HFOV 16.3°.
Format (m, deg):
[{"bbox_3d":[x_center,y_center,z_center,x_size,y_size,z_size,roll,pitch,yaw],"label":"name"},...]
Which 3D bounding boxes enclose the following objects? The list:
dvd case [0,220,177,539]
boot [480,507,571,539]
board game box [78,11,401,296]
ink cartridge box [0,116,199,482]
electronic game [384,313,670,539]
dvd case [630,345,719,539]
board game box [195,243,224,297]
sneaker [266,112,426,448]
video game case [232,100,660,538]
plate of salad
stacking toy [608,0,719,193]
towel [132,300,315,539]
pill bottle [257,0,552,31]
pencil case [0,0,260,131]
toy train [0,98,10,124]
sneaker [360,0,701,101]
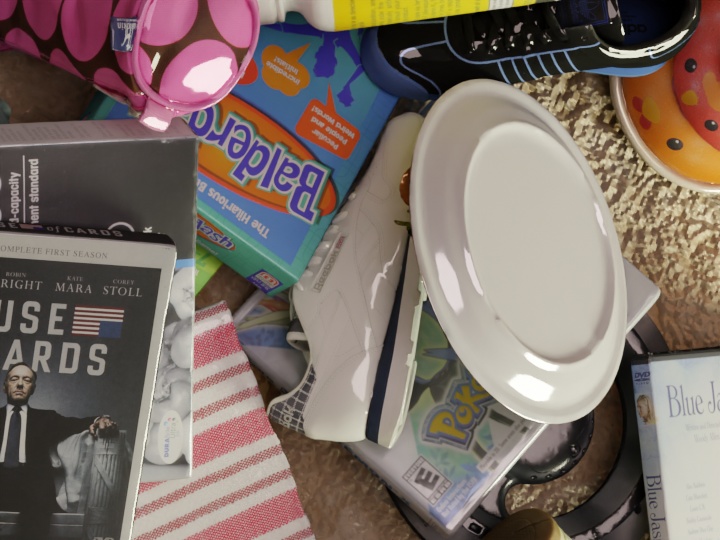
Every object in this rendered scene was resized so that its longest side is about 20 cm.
[{"bbox_3d":[-0.184,0.074,1.334,0.149,0.025,0.202,4,106,-22],"label":"dvd case"},{"bbox_3d":[0.084,0.256,1.498,0.200,0.072,0.155,-45,119,3],"label":"boot"},{"bbox_3d":[-0.059,-0.111,1.460,0.152,0.045,0.201,35,65,-15],"label":"board game box"},{"bbox_3d":[-0.186,0.022,1.354,0.198,0.043,0.200,-4,107,-19],"label":"ink cartridge box"},{"bbox_3d":[0.103,0.090,1.530,0.198,0.042,0.202,2,82,-14],"label":"electronic game"},{"bbox_3d":[0.224,0.147,1.547,0.142,0.017,0.202,-3,85,-47],"label":"dvd case"},{"bbox_3d":[-0.138,-0.008,1.457,0.095,0.030,0.200,42,72,-13],"label":"board game box"},{"bbox_3d":[0.000,0.000,1.452,0.080,0.076,0.202,8,71,7],"label":"sneaker"},{"bbox_3d":[0.049,0.025,1.495,0.182,0.022,0.200,41,75,6],"label":"video game case"},{"bbox_3d":[0.085,-0.009,1.430,0.199,0.048,0.202,24,57,-44],"label":"plate of salad"},{"bbox_3d":[0.249,-0.126,1.508,0.145,0.200,0.147,1,87,-19],"label":"stacking toy"},{"bbox_3d":[-0.111,0.134,1.447,0.146,0.030,0.201,-23,104,-17],"label":"towel"},{"bbox_3d":[0.017,-0.194,1.396,0.198,0.114,0.115,-8,90,-1],"label":"pill bottle"},{"bbox_3d":[-0.144,-0.142,1.375,0.090,0.200,0.094,14,97,-38],"label":"pencil case"},{"bbox_3d":[-0.249,-0.077,1.394,0.114,0.085,0.201,-36,102,-25],"label":"toy train"},{"bbox_3d":[0.101,-0.145,1.462,0.198,0.078,0.071,-8,77,-14],"label":"sneaker"}]
